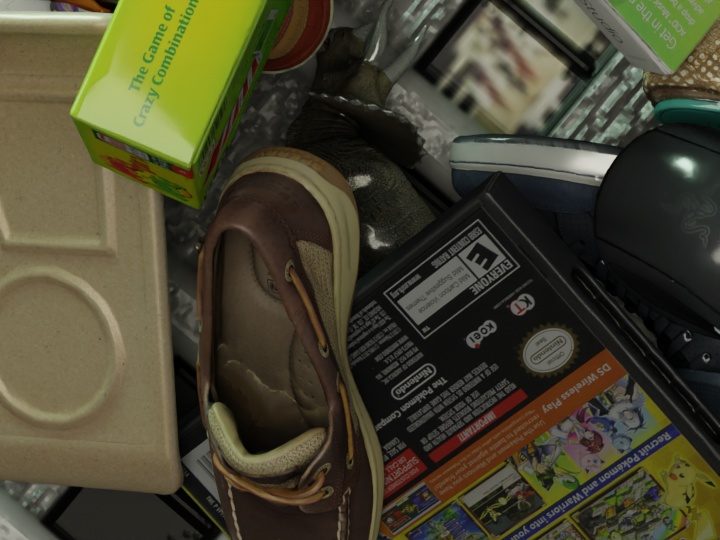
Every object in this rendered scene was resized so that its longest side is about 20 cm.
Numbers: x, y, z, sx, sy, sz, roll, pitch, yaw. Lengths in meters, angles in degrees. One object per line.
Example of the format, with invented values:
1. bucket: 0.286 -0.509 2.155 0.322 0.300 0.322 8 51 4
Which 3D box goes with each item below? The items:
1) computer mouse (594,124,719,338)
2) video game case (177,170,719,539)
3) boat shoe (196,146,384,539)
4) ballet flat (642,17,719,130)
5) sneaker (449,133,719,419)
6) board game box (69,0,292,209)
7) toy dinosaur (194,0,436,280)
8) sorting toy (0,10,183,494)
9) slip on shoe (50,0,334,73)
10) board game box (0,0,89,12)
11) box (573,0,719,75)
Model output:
1. computer mouse: 0.197 -0.012 0.967 0.199 0.046 0.141 35 89 0
2. video game case: 0.042 0.085 1.020 0.200 0.026 0.181 -38 98 31
3. boat shoe: -0.034 0.057 0.977 0.072 0.072 0.201 10 120 16
4. ballet flat: 0.214 -0.078 1.030 0.198 0.071 0.066 11 80 0
5. sneaker: 0.118 0.030 1.037 0.201 0.077 0.147 17 92 2
6. board game box: -0.040 -0.129 0.932 0.047 0.102 0.201 23 83 1
7. toy dinosaur: 0.000 0.000 1.045 0.102 0.077 0.201 -21 88 20
8. sorting toy: -0.159 -0.010 1.042 0.184 0.036 0.202 3 110 21
9. slip on shoe: -0.105 -0.132 1.012 0.199 0.061 0.075 23 97 4
10. board game box: -0.116 -0.133 1.064 0.199 0.040 0.154 -34 90 6
11. box: 0.130 -0.197 0.995 0.144 0.036 0.200 44 80 -25
